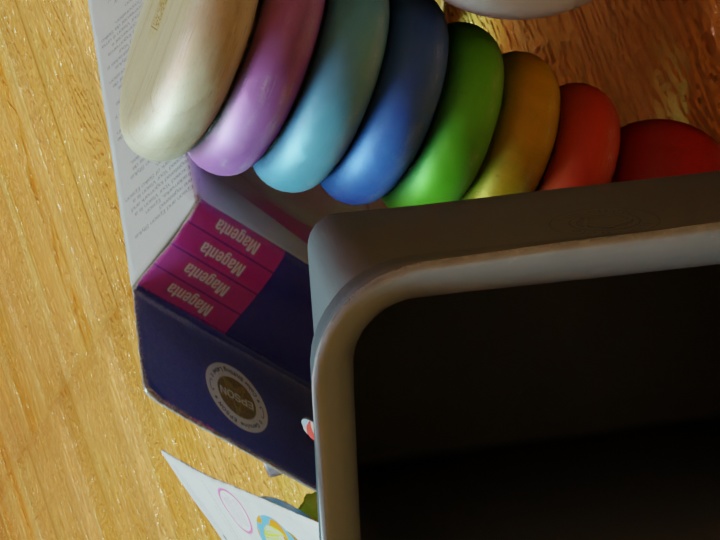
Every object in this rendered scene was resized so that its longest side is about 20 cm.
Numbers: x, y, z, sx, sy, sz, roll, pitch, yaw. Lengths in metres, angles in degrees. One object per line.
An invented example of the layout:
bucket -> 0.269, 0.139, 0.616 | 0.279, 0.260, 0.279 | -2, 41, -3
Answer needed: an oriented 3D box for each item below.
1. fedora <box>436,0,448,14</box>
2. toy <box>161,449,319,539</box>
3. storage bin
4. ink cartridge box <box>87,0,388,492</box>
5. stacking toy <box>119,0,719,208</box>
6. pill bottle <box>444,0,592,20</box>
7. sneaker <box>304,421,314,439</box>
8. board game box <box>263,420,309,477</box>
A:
fedora -> -0.031, -0.165, 1.063 | 0.200, 0.081, 0.202 | 164, 90, -73
toy -> 0.002, 0.128, 1.104 | 0.200, 0.047, 0.116 | 21, 144, 60
storage bin -> 0.075, 0.040, 0.759 | 0.134, 0.199, 0.147 | -123, 28, -70
ink cartridge box -> 0.000, 0.000, 0.914 | 0.043, 0.196, 0.201 | -41, 38, 23
stacking toy -> 0.030, -0.048, 0.836 | 0.085, 0.199, 0.086 | -162, 90, -74
pill bottle -> 0.019, -0.165, 0.866 | 0.200, 0.112, 0.113 | -133, 31, -55
sneaker -> 0.045, 0.063, 1.005 | 0.200, 0.070, 0.094 | 36, 106, 58
board game box -> -0.051, -0.041, 1.165 | 0.200, 0.041, 0.201 | -95, -12, -70
